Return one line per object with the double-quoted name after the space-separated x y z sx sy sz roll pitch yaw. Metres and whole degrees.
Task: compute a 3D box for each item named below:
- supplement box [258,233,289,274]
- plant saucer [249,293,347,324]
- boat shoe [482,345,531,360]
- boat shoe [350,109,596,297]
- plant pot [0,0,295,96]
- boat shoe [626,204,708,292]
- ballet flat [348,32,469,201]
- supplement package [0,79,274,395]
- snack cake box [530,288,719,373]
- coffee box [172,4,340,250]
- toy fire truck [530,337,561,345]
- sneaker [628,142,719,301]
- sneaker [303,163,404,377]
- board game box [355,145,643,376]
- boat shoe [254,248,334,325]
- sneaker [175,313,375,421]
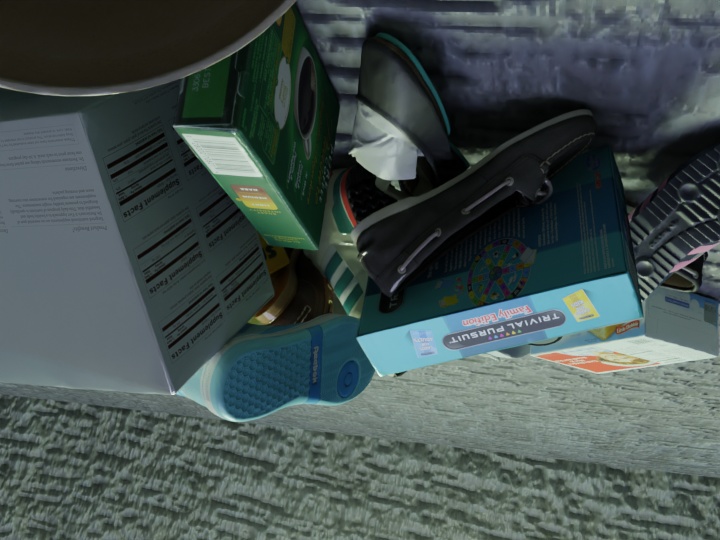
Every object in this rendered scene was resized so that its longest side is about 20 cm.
-0.168 -0.016 0.888 0.108 0.110 0.200 -26 -179 -29 "supplement box"
-0.059 0.020 0.999 0.198 0.200 0.051 4 119 13 "plant saucer"
0.133 0.075 1.146 0.201 0.075 0.086 -2 -176 -38 "boat shoe"
0.090 -0.046 0.673 0.199 0.057 0.067 -28 165 5 "boat shoe"
-0.104 -0.172 0.332 0.199 0.202 0.135 13 -167 -16 "plant pot"
0.219 -0.025 0.827 0.198 0.061 0.074 12 163 -13 "boat shoe"
0.034 -0.090 0.666 0.068 0.069 0.200 37 177 28 "ballet flat"
-0.197 -0.036 0.680 0.190 0.147 0.202 0 117 28 "supplement package"
0.307 0.071 1.088 0.114 0.068 0.200 14 163 -26 "snack cake box"
-0.060 -0.102 0.604 0.044 0.124 0.200 3 164 12 "coffee box"
0.094 0.026 0.976 0.175 0.130 0.200 16 148 -25 "toy fire truck"
0.257 -0.049 0.715 0.070 0.082 0.200 49 129 1 "sneaker"
0.000 0.000 0.848 0.093 0.201 0.070 1 -157 46 "sneaker"
0.104 -0.008 0.701 0.198 0.152 0.047 -15 126 22 "board game box"
-0.060 0.016 0.900 0.070 0.200 0.070 39 112 -17 "boat shoe"
-0.084 0.067 0.770 0.130 0.080 0.199 12 -173 38 "sneaker"
